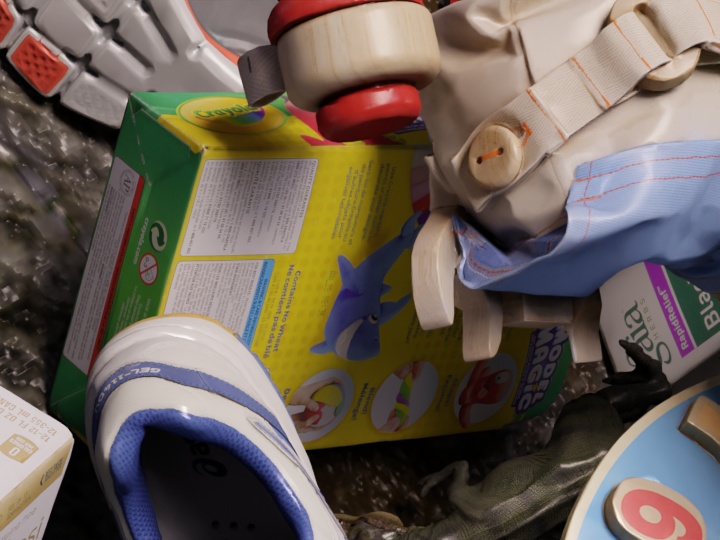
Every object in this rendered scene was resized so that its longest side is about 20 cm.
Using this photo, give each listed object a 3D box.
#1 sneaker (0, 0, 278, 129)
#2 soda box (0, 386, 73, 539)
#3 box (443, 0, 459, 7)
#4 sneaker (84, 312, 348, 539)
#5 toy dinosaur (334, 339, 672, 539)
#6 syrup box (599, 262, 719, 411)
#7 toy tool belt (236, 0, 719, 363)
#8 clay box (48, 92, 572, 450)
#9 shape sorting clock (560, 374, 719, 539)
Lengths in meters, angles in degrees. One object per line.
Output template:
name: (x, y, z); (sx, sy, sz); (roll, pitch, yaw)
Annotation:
sneaker: (-0.069, -0.087, 0.903); (0.200, 0.077, 0.082); (51, 26, -9)
soda box: (-0.177, 0.029, 0.650); (0.200, 0.064, 0.068); (31, 34, 11)
box: (0.110, -0.097, 0.949); (0.038, 0.200, 0.137); (22, 49, -32)
sneaker: (-0.023, 0.110, 0.752); (0.200, 0.075, 0.088); (54, 7, -11)
toy dinosaur: (0.078, 0.063, 0.869); (0.088, 0.200, 0.048); (-83, 147, -82)
syrup box: (0.176, -0.024, 0.952); (0.081, 0.200, 0.079); (3, 59, -39)
toy tool belt: (0.067, -0.026, 0.770); (0.200, 0.125, 0.123); (-4, 77, -40)
clay box: (0.000, 0.000, 0.852); (0.200, 0.115, 0.048); (-3, 29, -42)
shape sorting clock: (0.153, 0.117, 0.760); (0.200, 0.039, 0.200); (9, 61, -17)
